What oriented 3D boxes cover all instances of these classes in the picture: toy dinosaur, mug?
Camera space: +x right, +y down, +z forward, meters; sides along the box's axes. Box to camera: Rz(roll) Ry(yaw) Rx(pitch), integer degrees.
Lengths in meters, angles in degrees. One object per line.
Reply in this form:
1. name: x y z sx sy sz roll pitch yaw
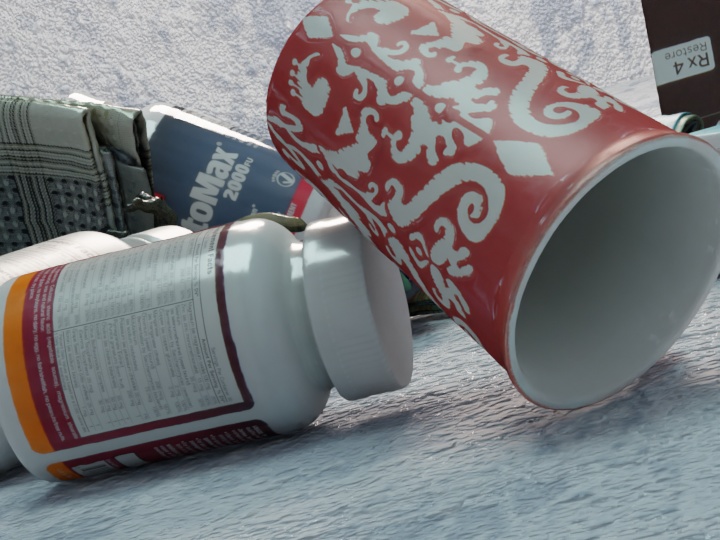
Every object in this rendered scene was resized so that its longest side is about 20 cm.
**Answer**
1. toy dinosaur: -0.125 -0.003 1.326 0.200 0.088 0.047 -41 7 29
2. mug: 0.056 -0.030 0.978 0.133 0.178 0.200 -31 47 -23

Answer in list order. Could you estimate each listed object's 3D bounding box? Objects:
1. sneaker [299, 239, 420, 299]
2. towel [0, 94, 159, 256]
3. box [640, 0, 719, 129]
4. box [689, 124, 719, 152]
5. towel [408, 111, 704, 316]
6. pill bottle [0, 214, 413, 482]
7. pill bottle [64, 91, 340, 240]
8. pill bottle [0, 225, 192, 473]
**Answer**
1. sneaker: 0.000 0.000 1.264 0.087 0.075 0.200 -26 7 17
2. towel: -0.220 -0.029 1.400 0.199 0.194 0.035 7 30 23
3. box: 0.287 -0.164 1.367 0.165 0.202 0.164 -14 -13 26
4. box: 0.255 -0.046 1.141 0.049 0.083 0.199 -18 8 -33
5. towel: 0.112 -0.033 1.316 0.199 0.022 0.147 -9 41 48
6. pill bottle: -0.080 0.036 1.063 0.199 0.110 0.110 -13 7 12
7. pill bottle: -0.118 -0.047 1.439 0.199 0.120 0.120 20 11 5
8. pill bottle: -0.171 0.040 1.211 0.114 0.115 0.199 -8 9 42
